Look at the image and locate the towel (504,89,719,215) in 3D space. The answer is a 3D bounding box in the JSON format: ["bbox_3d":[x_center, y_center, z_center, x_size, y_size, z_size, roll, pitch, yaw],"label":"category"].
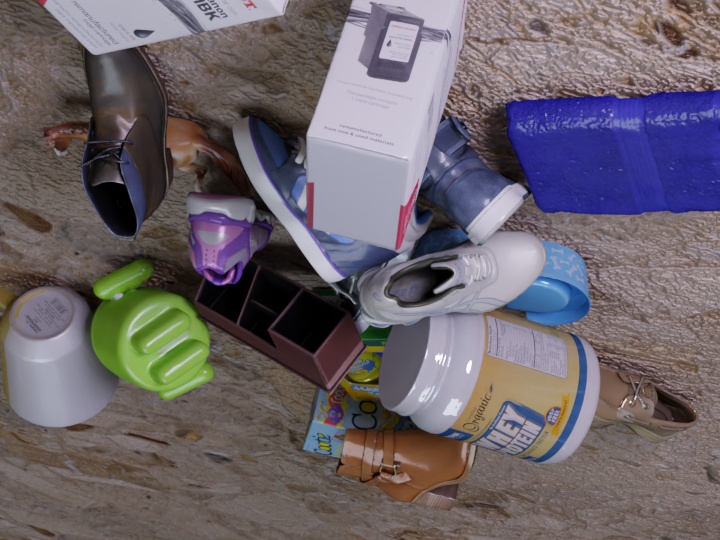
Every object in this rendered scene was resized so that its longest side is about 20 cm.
[{"bbox_3d":[0.240,-0.108,1.308,0.200,0.050,0.148,0,143,24],"label":"towel"}]

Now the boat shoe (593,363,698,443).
[{"bbox_3d":[0.319,0.147,1.735,0.200,0.071,0.065,23,145,-37],"label":"boat shoe"}]

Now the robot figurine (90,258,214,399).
[{"bbox_3d":[-0.253,0.079,1.753,0.175,0.116,0.200,59,160,-19],"label":"robot figurine"}]

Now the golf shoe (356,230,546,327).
[{"bbox_3d":[0.098,0.009,1.435,0.200,0.078,0.097,-18,178,-13],"label":"golf shoe"}]

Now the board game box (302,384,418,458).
[{"bbox_3d":[0.038,0.189,1.885,0.200,0.103,0.105,14,151,-3],"label":"board game box"}]

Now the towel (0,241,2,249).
[{"bbox_3d":[-0.528,-0.070,1.709,0.200,0.034,0.133,9,153,7],"label":"towel"}]

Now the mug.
[{"bbox_3d":[-0.408,0.096,1.865,0.187,0.149,0.153,4,144,2],"label":"mug"}]

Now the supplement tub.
[{"bbox_3d":[0.134,0.113,1.546,0.200,0.145,0.145,17,153,-18],"label":"supplement tub"}]

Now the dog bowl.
[{"bbox_3d":[0.146,0.005,1.552,0.200,0.050,0.111,8,152,9],"label":"dog bowl"}]

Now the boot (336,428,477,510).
[{"bbox_3d":[0.058,0.207,1.771,0.155,0.077,0.200,17,141,-1],"label":"boot"}]

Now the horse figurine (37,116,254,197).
[{"bbox_3d":[-0.204,-0.117,1.470,0.200,0.050,0.133,5,157,17],"label":"horse figurine"}]

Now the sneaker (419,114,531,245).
[{"bbox_3d":[0.083,-0.094,1.371,0.146,0.077,0.202,42,-177,4],"label":"sneaker"}]

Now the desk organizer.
[{"bbox_3d":[-0.097,0.049,1.632,0.200,0.072,0.077,28,157,29],"label":"desk organizer"}]

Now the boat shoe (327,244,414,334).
[{"bbox_3d":[-0.001,0.002,1.583,0.068,0.074,0.199,19,150,-7],"label":"boat shoe"}]

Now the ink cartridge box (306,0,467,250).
[{"bbox_3d":[0.022,-0.141,1.167,0.083,0.200,0.145,14,153,6],"label":"ink cartridge box"}]

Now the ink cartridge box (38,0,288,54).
[{"bbox_3d":[-0.166,-0.257,1.150,0.200,0.084,0.144,-6,146,31],"label":"ink cartridge box"}]

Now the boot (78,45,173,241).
[{"bbox_3d":[-0.220,-0.124,1.357,0.075,0.097,0.200,-3,128,11],"label":"boot"}]

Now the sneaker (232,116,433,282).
[{"bbox_3d":[-0.016,-0.094,1.429,0.146,0.081,0.200,-28,113,13],"label":"sneaker"}]

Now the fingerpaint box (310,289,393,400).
[{"bbox_3d":[0.056,0.090,1.724,0.200,0.073,0.167,-1,150,25],"label":"fingerpaint box"}]

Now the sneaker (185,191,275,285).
[{"bbox_3d":[-0.139,-0.028,1.520,0.080,0.089,0.200,4,177,6],"label":"sneaker"}]
